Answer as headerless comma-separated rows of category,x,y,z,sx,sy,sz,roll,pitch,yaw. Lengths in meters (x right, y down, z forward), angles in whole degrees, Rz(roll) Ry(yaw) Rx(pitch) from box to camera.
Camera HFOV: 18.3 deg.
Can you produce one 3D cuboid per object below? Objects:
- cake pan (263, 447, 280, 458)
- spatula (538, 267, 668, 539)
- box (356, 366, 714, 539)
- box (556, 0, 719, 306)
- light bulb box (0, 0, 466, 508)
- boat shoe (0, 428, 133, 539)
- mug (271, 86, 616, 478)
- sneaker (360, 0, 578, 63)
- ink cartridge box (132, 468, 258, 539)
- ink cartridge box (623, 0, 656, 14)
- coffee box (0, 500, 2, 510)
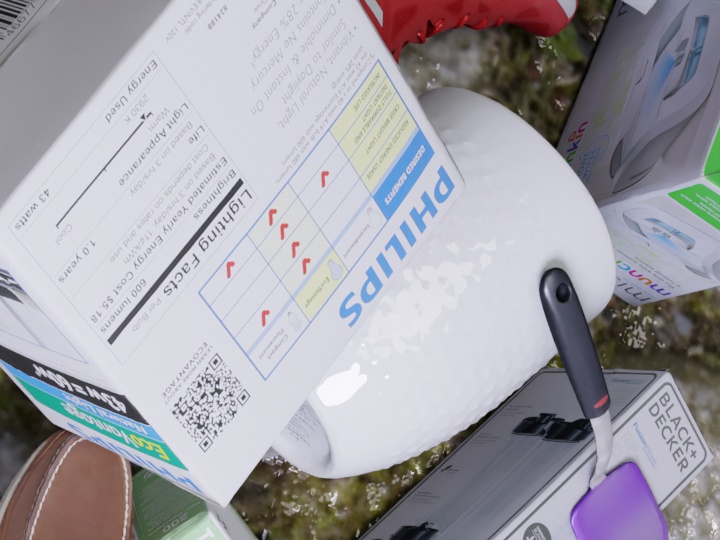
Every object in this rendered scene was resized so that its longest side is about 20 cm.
cake pan,-0.073,0.002,1.188,0.199,0.037,0.201,5,79,-27
spatula,0.120,0.081,1.130,0.056,0.021,0.201,-37,128,-28
box,0.082,0.134,1.200,0.200,0.116,0.060,-41,110,-28
box,0.207,-0.096,1.276,0.096,0.176,0.201,32,68,-21
light bulb box,-0.086,-0.043,0.967,0.199,0.124,0.200,-52,136,-19
boat shoe,-0.136,0.167,1.014,0.075,0.072,0.201,19,71,-27
mug,0.000,0.000,1.138,0.200,0.148,0.175,41,64,18
sneaker,0.033,-0.146,1.251,0.200,0.078,0.116,25,84,-38
ink cartridge box,-0.051,0.180,1.071,0.048,0.200,0.146,-35,109,-1
ink cartridge box,0.122,-0.262,1.276,0.199,0.085,0.145,31,67,5
coffee box,-0.224,0.210,1.045,0.200,0.080,0.113,-43,103,-27
